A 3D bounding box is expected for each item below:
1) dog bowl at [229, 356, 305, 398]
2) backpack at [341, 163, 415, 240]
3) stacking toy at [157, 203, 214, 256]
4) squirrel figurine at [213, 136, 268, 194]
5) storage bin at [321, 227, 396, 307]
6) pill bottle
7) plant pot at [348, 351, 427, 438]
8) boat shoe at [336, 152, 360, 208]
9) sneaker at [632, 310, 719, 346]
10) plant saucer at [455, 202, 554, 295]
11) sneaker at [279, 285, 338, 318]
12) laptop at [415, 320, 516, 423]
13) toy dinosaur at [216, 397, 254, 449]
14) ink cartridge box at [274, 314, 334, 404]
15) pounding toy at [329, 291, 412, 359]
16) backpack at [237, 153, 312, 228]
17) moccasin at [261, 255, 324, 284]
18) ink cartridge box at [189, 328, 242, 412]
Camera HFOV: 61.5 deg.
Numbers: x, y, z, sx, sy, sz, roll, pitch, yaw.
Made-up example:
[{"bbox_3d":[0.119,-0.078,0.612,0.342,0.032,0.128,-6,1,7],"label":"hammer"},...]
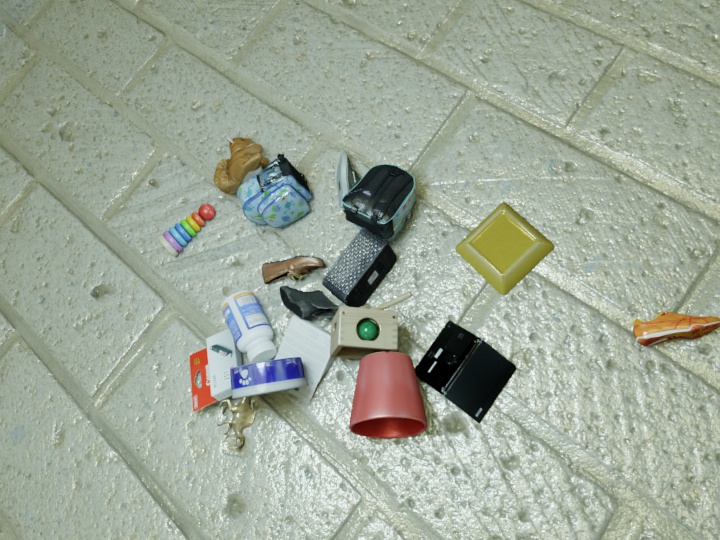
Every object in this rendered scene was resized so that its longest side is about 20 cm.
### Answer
[{"bbox_3d":[-0.248,0.288,1.623,0.197,0.200,0.080,-12,80,12],"label":"dog bowl"},{"bbox_3d":[0.066,-0.199,1.741,0.174,0.154,0.201,25,71,24],"label":"backpack"},{"bbox_3d":[-0.553,-0.139,1.960,0.200,0.086,0.085,-41,65,-8],"label":"stacking toy"},{"bbox_3d":[-0.399,-0.344,1.950,0.198,0.142,0.188,-30,59,2],"label":"squirrel figurine"},{"bbox_3d":[0.000,0.000,1.701,0.093,0.135,0.201,36,84,25],"label":"storage bin"},{"bbox_3d":[-0.318,0.168,1.751,0.111,0.112,0.201,-32,65,3],"label":"pill bottle"},{"bbox_3d":[0.069,0.317,1.549,0.197,0.201,0.180,-8,59,14],"label":"plant pot"},{"bbox_3d":[-0.036,-0.272,1.855,0.063,0.071,0.203,5,60,-16],"label":"boat shoe"},{"bbox_3d":[0.763,0.127,1.462,0.197,0.073,0.078,-8,59,11],"label":"sneaker"},{"bbox_3d":[0.391,-0.071,1.658,0.200,0.048,0.200,-43,65,-2],"label":"plant saucer"},{"bbox_3d":[-0.152,0.088,1.756,0.103,0.061,0.199,-17,30,-27],"label":"sneaker"},{"bbox_3d":[0.271,0.261,1.595,0.178,0.103,0.199,-53,40,-7],"label":"laptop"},{"bbox_3d":[-0.347,0.398,1.719,0.100,0.058,0.203,10,77,3],"label":"toy dinosaur"},{"bbox_3d":[-0.160,0.251,1.721,0.160,0.050,0.202,26,98,23],"label":"ink cartridge box"},{"bbox_3d":[0.025,0.144,1.589,0.181,0.200,0.144,5,70,-9],"label":"pounding toy"},{"bbox_3d":[-0.263,-0.219,1.836,0.198,0.183,0.148,-28,64,11],"label":"backpack"},{"bbox_3d":[-0.200,0.002,1.798,0.198,0.074,0.079,-10,77,10],"label":"moccasin"},{"bbox_3d":[-0.426,0.284,1.754,0.172,0.044,0.202,-24,50,7],"label":"ink cartridge box"}]
